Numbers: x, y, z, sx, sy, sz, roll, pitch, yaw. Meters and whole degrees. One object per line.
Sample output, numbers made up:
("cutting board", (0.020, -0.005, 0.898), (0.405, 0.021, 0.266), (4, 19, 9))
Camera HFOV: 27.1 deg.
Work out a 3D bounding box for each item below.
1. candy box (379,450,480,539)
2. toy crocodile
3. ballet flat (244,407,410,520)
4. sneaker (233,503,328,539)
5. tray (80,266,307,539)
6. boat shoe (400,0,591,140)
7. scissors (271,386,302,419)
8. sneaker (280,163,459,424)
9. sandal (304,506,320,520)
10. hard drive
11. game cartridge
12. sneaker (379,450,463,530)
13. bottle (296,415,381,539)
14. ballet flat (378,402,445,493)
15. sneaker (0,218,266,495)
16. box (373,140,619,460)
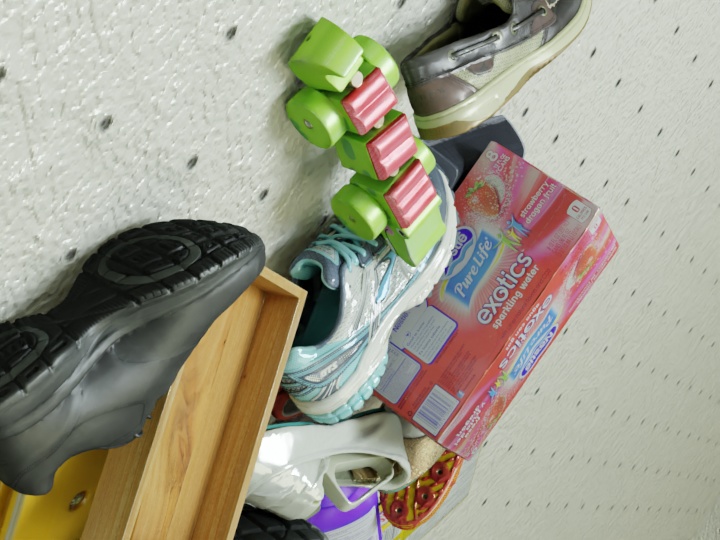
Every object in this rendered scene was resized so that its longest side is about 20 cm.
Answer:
("candy box", (0.048, 0.246, 1.501), (0.200, 0.026, 0.103), (-36, 153, -35))
("toy crocodile", (0.010, -0.077, 0.931), (0.068, 0.062, 0.201), (-45, 134, -19))
("ballet flat", (-0.032, 0.139, 1.040), (0.199, 0.069, 0.070), (-3, 126, -49))
("sneaker", (-0.108, 0.207, 0.991), (0.199, 0.075, 0.080), (-4, 107, -39))
("tray", (-0.100, 0.090, 0.901), (0.098, 0.037, 0.202), (32, 71, -53))
("boat shoe", (0.093, -0.163, 0.998), (0.200, 0.073, 0.065), (-51, 126, -40))
("scissors", (-0.079, 0.099, 1.088), (0.199, 0.014, 0.074), (-27, 144, -48))
("sneaker", (0.000, 0.000, 1.013), (0.086, 0.077, 0.201), (43, 65, -45))
("sandal", (-0.081, 0.245, 1.127), (0.202, 0.057, 0.080), (-58, 163, 24))
("hard drive", (0.057, -0.017, 1.153), (0.134, 0.042, 0.201), (-22, 140, -51))
("game cartridge", (-0.154, 0.122, 0.953), (0.199, 0.032, 0.177), (-21, 141, -52))
("sneaker", (0.068, 0.125, 1.258), (0.077, 0.072, 0.201), (61, 44, -60))
("bottle", (-0.028, 0.186, 1.222), (0.083, 0.066, 0.201), (-19, 146, -8))
("ballet flat", (0.062, 0.085, 1.177), (0.200, 0.070, 0.066), (-51, 150, -28))
("sneaker", (-0.132, 0.044, 0.823), (0.199, 0.076, 0.091), (-35, 129, -22))
("box", (0.087, 0.024, 1.087), (0.201, 0.102, 0.095), (-55, 156, -2))
